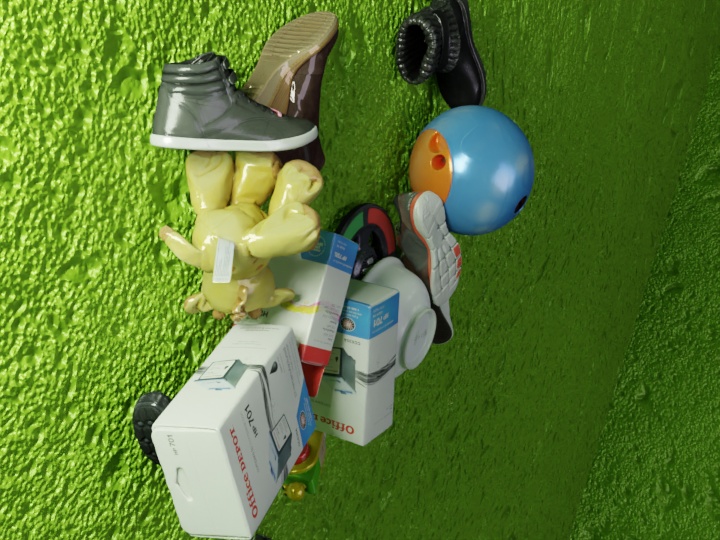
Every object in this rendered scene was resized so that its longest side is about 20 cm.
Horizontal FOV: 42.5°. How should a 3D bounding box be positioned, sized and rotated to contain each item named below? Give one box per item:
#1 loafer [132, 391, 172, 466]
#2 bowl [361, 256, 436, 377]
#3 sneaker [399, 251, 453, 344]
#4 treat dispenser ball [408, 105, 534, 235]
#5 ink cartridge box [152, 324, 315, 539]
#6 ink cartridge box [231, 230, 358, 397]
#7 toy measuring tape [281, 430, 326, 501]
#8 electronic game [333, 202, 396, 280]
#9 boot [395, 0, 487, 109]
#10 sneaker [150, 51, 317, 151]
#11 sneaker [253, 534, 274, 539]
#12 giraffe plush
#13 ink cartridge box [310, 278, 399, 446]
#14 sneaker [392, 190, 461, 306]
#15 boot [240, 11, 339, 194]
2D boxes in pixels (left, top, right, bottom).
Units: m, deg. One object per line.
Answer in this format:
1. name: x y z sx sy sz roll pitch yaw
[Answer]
1. loafer: -0.205 0.203 1.083 0.071 0.067 0.202 -79 154 -44
2. bowl: 0.054 0.089 1.398 0.201 0.090 0.203 -43 144 -42
3. sneaker: 0.107 0.026 1.572 0.085 0.072 0.202 -89 164 -55
4. treat dispenser ball: 0.174 -0.157 1.461 0.200 0.199 0.204 -31 127 -52
5. ink cartridge box: -0.134 0.176 1.038 0.200 0.085 0.148 -58 141 -57
6. ink cartridge box: -0.088 0.046 1.165 0.067 0.115 0.203 23 81 -61
7. toy measuring tape: -0.084 0.249 1.331 0.201 0.072 0.074 -76 161 -53
8. electronic game: 0.000 0.000 1.379 0.199 0.041 0.203 -30 126 -52
9. boot: 0.123 -0.313 1.431 0.158 0.078 0.213 -53 133 -47
10. sneaker: -0.129 -0.183 1.002 0.198 0.070 0.101 -5 107 -33
11. sneaker: -0.111 0.446 1.324 0.085 0.074 0.201 -61 147 -25
12. giraffe plush: -0.132 -0.020 1.051 0.163 0.170 0.202 99 10 -54
13. ink cartridge box: -0.031 0.116 1.262 0.086 0.145 0.203 -24 122 -56
14. sneaker: 0.099 -0.040 1.436 0.077 0.081 0.202 -38 127 -35
15. boot: -0.075 -0.201 1.147 0.201 0.072 0.167 -54 145 -25
